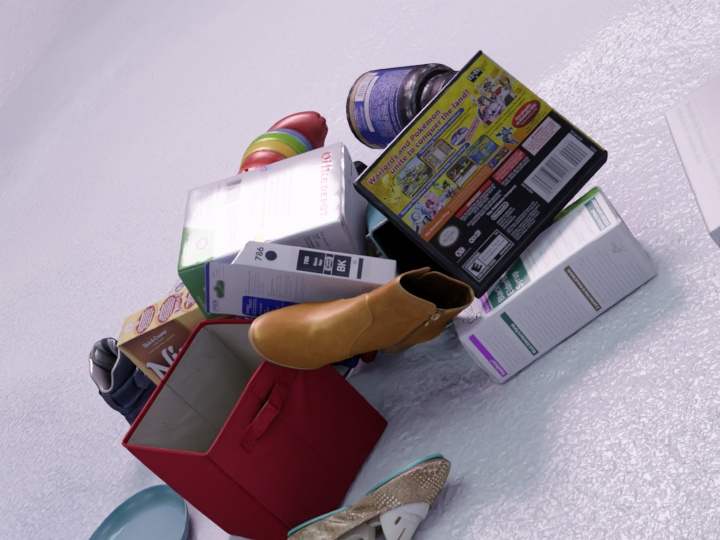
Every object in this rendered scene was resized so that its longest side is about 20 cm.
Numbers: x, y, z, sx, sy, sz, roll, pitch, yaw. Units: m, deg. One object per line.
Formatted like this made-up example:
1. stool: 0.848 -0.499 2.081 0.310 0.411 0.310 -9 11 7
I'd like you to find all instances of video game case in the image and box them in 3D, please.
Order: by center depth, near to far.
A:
1. video game case: 0.123 -0.102 1.340 0.180 0.026 0.200 42 83 19

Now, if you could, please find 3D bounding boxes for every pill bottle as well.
1. pill bottle: 0.076 -0.220 1.751 0.199 0.112 0.112 7 56 55

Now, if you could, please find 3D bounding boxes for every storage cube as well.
1. storage cube: -0.113 0.174 1.404 0.199 0.180 0.172 -4 47 51

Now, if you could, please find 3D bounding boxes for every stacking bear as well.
1. stacking bear: -0.116 -0.132 1.789 0.112 0.123 0.200 -5 20 16

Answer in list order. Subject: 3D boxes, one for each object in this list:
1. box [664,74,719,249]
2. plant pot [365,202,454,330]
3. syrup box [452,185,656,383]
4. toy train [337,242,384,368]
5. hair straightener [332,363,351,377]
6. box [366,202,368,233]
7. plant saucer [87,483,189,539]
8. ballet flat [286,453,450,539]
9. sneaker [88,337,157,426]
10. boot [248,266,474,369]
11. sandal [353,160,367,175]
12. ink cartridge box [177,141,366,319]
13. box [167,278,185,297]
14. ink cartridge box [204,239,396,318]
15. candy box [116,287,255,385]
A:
1. box: 0.394 -0.080 1.090 0.199 0.171 0.200 -31 31 21
2. plant pot: 0.089 -0.054 1.479 0.141 0.142 0.200 -35 19 3
3. syrup box: 0.190 0.015 1.324 0.199 0.082 0.079 -36 30 13
4. toy train: 0.000 0.000 1.506 0.084 0.116 0.202 16 69 11
5. hair straightener: -0.046 0.079 1.587 0.077 0.041 0.201 -35 29 16
6. box: -0.043 -0.037 1.639 0.158 0.049 0.200 -34 1 17
7. plant saucer: -0.273 0.345 1.544 0.199 0.027 0.201 -32 30 21
8. ballet flat: 0.014 0.251 1.276 0.199 0.070 0.066 -34 57 23
9. sneaker: -0.276 0.112 1.737 0.076 0.146 0.204 -19 36 40
10. boot: 0.001 0.040 1.288 0.144 0.199 0.072 -45 51 54
11. sandal: -0.057 -0.071 1.778 0.200 0.075 0.045 -41 63 -9
12. ink cartridge box: -0.095 -0.046 1.463 0.198 0.084 0.146 -16 40 13
13. box: -0.189 -0.013 1.874 0.116 0.060 0.201 -10 44 46
14. ink cartridge box: -0.065 0.017 1.375 0.100 0.197 0.040 101 176 -55
15. candy box: -0.182 0.075 1.574 0.198 0.117 0.057 -25 34 25
